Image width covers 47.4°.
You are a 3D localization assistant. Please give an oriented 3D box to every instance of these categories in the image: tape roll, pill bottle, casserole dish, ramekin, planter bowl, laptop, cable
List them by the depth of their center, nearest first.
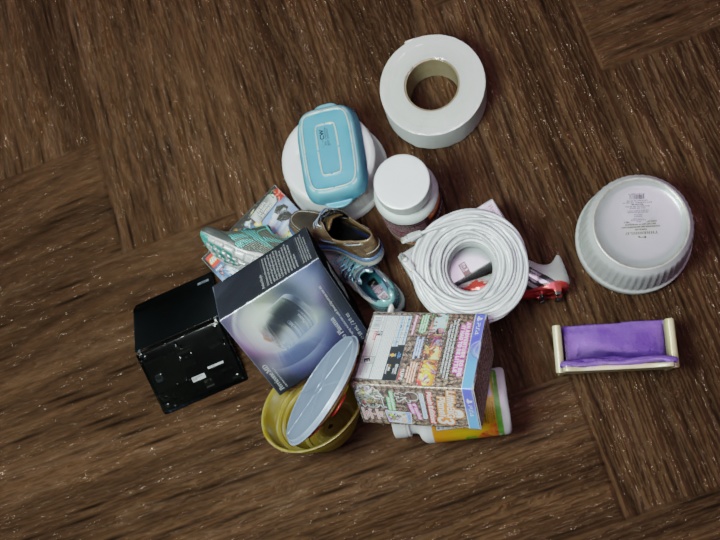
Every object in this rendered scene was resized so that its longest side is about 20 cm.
[{"bbox_3d":[0.184,-0.003,1.385,0.198,0.069,0.202,-27,77,3],"label":"cable"},{"bbox_3d":[0.152,0.232,1.389,0.197,0.111,0.113,-9,76,9],"label":"pill bottle"},{"bbox_3d":[0.470,-0.066,1.397,0.197,0.105,0.203,-3,77,11],"label":"ramekin"},{"bbox_3d":[-0.066,0.250,1.423,0.198,0.084,0.202,-19,40,16],"label":"planter bowl"},{"bbox_3d":[0.085,-0.124,1.435,0.112,0.200,0.116,-2,77,10],"label":"pill bottle"},{"bbox_3d":[-0.054,-0.212,1.466,0.119,0.039,0.203,-11,75,8],"label":"casserole dish"},{"bbox_3d":[-0.052,-0.197,1.532,0.197,0.098,0.204,-3,77,10],"label":"ramekin"},{"bbox_3d":[0.137,-0.336,1.540,0.199,0.071,0.206,-2,77,11],"label":"tape roll"},{"bbox_3d":[-0.326,0.137,1.557,0.175,0.103,0.202,-23,100,6],"label":"laptop"}]

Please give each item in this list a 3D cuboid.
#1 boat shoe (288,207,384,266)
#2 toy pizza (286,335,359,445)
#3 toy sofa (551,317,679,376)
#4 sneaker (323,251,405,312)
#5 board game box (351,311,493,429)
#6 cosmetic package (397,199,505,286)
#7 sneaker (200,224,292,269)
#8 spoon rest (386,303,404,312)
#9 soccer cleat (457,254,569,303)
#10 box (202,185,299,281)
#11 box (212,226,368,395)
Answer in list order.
[{"bbox_3d":[-0.047,-0.076,1.463,0.198,0.073,0.073,18,60,24],"label":"boat shoe"},{"bbox_3d":[-0.054,0.196,1.322,0.032,0.200,0.202,33,85,-12],"label":"toy pizza"},{"bbox_3d":[0.423,0.127,1.367,0.197,0.098,0.084,-5,77,11],"label":"toy sofa"},{"bbox_3d":[0.000,0.000,1.483,0.199,0.086,0.078,39,86,16],"label":"sneaker"},{"bbox_3d":[0.104,0.158,1.324,0.197,0.098,0.160,0,42,20],"label":"board game box"},{"bbox_3d":[0.178,-0.030,1.463,0.199,0.074,0.102,-33,74,4],"label":"cosmetic package"},{"bbox_3d":[-0.199,-0.047,1.509,0.198,0.078,0.092,21,64,13],"label":"sneaker"},{"bbox_3d":[0.135,0.104,1.441,0.197,0.061,0.101,19,88,-8],"label":"spoon rest"},{"bbox_3d":[0.266,0.016,1.442,0.197,0.069,0.086,-5,65,9],"label":"soccer cleat"},{"bbox_3d":[-0.184,-0.043,1.553,0.200,0.040,0.137,-45,74,-1],"label":"box"},{"bbox_3d":[-0.118,0.073,1.420,0.197,0.201,0.124,-32,33,4],"label":"box"}]
